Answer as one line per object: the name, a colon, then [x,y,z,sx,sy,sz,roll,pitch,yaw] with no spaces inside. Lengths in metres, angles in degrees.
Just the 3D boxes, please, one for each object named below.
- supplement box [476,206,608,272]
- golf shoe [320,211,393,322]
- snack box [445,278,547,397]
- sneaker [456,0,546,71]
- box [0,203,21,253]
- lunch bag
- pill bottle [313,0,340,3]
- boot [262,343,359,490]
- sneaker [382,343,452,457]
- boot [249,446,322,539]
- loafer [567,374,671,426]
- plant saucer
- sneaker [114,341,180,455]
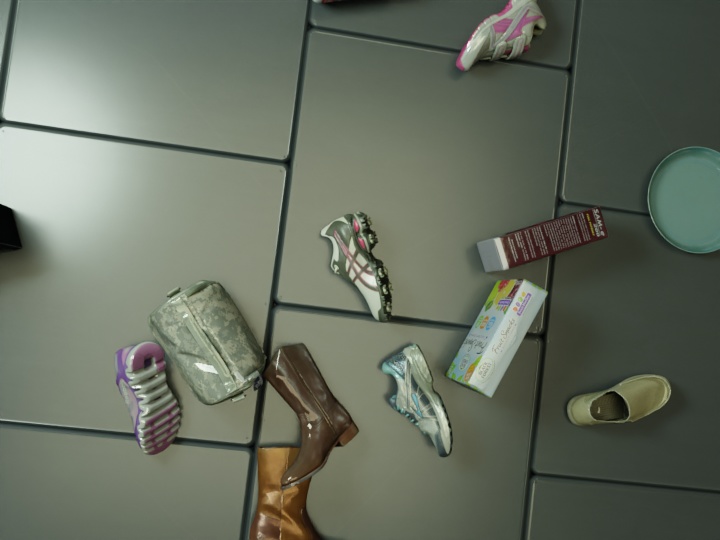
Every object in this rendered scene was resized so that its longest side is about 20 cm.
supplement box: [0.319,-0.054,1.350,0.200,0.109,0.061,-18,90,-7]
golf shoe: [0.000,0.000,1.333,0.088,0.077,0.200,-18,87,12]
snack box: [0.231,0.112,1.313,0.053,0.142,0.200,30,84,-5]
sneaker: [0.260,-0.418,1.373,0.200,0.081,0.088,-41,91,-7]
box: [-0.631,-0.060,1.177,0.141,0.200,0.079,-16,90,-9]
lunch bag: [-0.246,0.119,1.237,0.139,0.168,0.200,-32,92,-8]
pill bottle: [0.008,-0.535,1.328,0.200,0.116,0.116,-9,89,-7]
boot: [-0.116,0.237,1.279,0.186,0.064,0.200,-37,97,-41]
sneaker: [0.100,0.235,1.334,0.086,0.078,0.200,-22,83,4]
boot: [-0.094,0.405,1.311,0.188,0.068,0.200,6,76,-4]
loafer: [0.476,0.240,1.377,0.200,0.068,0.076,-16,90,-8]
plant saucer: [0.629,-0.131,1.436,0.200,0.027,0.201,0,87,-8]
sneaker: [-0.362,0.208,1.269,0.080,0.088,0.200,-25,115,-48]
